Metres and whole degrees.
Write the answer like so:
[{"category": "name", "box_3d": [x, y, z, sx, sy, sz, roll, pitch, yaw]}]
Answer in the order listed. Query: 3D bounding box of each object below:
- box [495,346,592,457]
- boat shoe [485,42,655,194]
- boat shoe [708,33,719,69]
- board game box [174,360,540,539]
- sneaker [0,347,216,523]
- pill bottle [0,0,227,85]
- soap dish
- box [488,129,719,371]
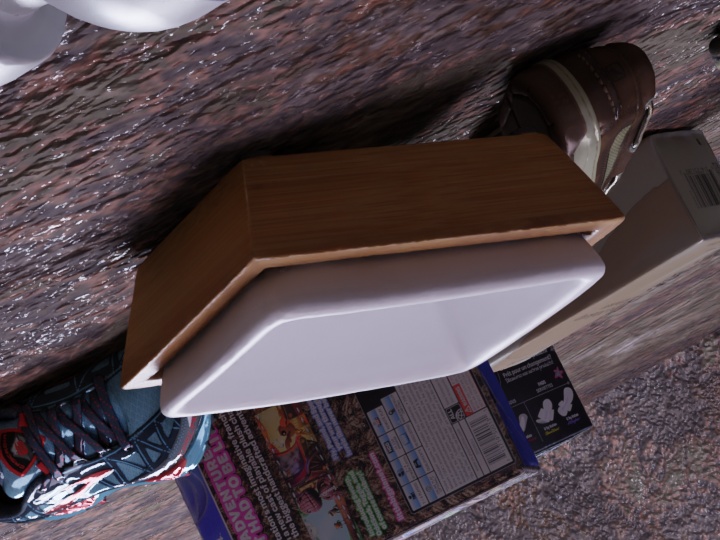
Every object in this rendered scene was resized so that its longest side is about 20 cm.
[{"category": "box", "box_3d": [0.094, 0.147, 2.007, 0.132, 0.115, 0.200, -20, 169, -40]}, {"category": "boat shoe", "box_3d": [0.108, -0.058, 1.105, 0.075, 0.075, 0.202, -30, 171, -15]}, {"category": "boat shoe", "box_3d": [0.281, -0.124, 1.201, 0.199, 0.074, 0.076, -21, 169, -30]}, {"category": "board game box", "box_3d": [-0.014, 0.097, 1.330, 0.199, 0.160, 0.097, -27, 170, 7]}, {"category": "sneaker", "box_3d": [-0.161, 0.100, 1.202, 0.200, 0.080, 0.095, -35, 165, 38]}, {"category": "pill bottle", "box_3d": [-0.024, -0.110, 0.371, 0.199, 0.110, 0.109, -30, 170, 18]}, {"category": "soap dish", "box_3d": [0.000, 0.000, 1.008, 0.199, 0.082, 0.157, -6, 161, -31]}, {"category": "box", "box_3d": [0.147, -0.011, 1.428, 0.200, 0.078, 0.095, -33, 169, 31]}]
